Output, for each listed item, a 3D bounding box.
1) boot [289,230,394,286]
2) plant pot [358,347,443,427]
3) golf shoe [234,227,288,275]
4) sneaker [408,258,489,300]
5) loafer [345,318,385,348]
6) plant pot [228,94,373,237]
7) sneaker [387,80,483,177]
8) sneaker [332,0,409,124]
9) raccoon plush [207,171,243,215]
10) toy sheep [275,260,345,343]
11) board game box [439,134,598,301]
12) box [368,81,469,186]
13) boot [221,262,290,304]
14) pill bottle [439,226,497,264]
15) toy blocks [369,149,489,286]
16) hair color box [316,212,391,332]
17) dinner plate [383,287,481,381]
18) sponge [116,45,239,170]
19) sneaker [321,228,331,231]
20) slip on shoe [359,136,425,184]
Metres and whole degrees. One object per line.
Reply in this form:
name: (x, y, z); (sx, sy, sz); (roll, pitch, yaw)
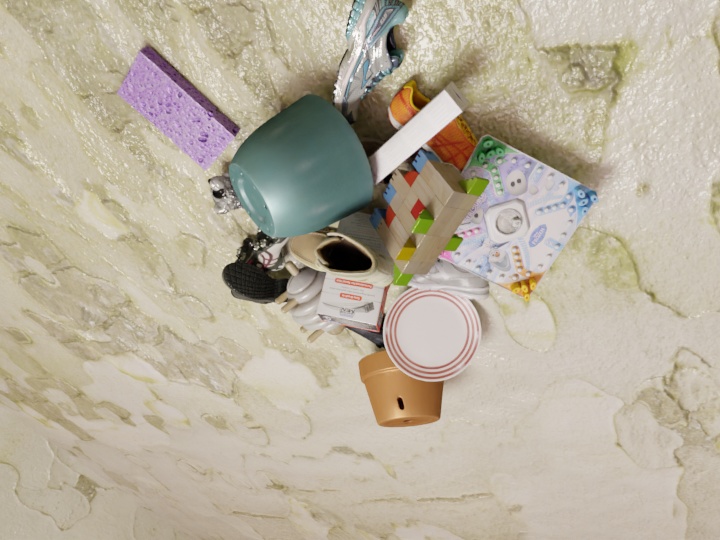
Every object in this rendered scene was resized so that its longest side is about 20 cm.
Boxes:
boot: (-0.048, -0.029, 0.851); (0.199, 0.072, 0.155); (19, 180, 17)
plant pot: (0.100, 0.263, 1.159); (0.199, 0.141, 0.200); (-5, 155, -2)
golf shoe: (-0.181, -0.048, 1.074); (0.088, 0.077, 0.200); (23, 148, -29)
sneaker: (0.152, -0.003, 1.007); (0.199, 0.075, 0.082); (10, 102, 16)
loafer: (0.045, 0.143, 1.168); (0.200, 0.068, 0.071); (21, 128, -6)
plant pot: (-0.104, -0.145, 0.819); (0.201, 0.161, 0.201); (44, 155, 26)
sneaker: (0.135, -0.208, 0.800); (0.200, 0.073, 0.077); (31, 131, -13)
sneaker: (0.014, -0.294, 0.759); (0.086, 0.078, 0.200); (17, 136, -1)
raccoon plush: (-0.189, -0.124, 0.989); (0.200, 0.097, 0.134); (39, 140, -18)
toy sheep: (-0.094, 0.059, 1.081); (0.137, 0.138, 0.200); (-14, 128, 30)
board game box: (0.226, -0.073, 0.808); (0.199, 0.026, 0.200); (26, 113, -6)
box: (0.071, -0.193, 0.775); (0.041, 0.039, 0.200); (45, 133, -9)
boot: (-0.236, 0.041, 1.115); (0.130, 0.068, 0.200); (-11, 158, 39)
pill bottle: (0.172, -0.067, 0.893); (0.199, 0.111, 0.111); (19, 136, 1)
toy blocks: (0.086, -0.096, 0.786); (0.100, 0.137, 0.200); (3, 132, -34)
hair color box: (0.000, 0.000, 0.954); (0.110, 0.201, 0.064); (10, 162, 11)
dinner plate: (0.146, 0.125, 1.076); (0.199, 0.024, 0.201); (0, 92, 3)
sponge: (-0.320, -0.279, 0.925); (0.200, 0.030, 0.111); (41, 132, -20)
sneaker: (-0.028, -0.006, 1.052); (0.200, 0.070, 0.109); (30, 161, 14)
slip on shoe: (0.037, -0.173, 0.875); (0.199, 0.061, 0.076); (6, 134, 14)
